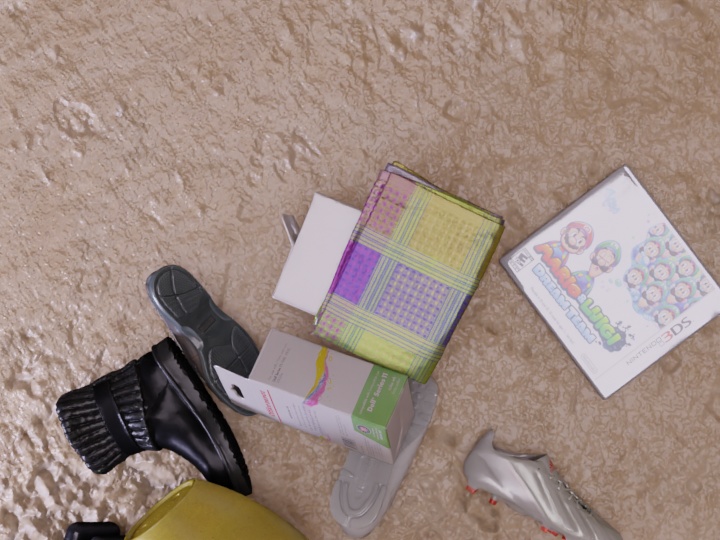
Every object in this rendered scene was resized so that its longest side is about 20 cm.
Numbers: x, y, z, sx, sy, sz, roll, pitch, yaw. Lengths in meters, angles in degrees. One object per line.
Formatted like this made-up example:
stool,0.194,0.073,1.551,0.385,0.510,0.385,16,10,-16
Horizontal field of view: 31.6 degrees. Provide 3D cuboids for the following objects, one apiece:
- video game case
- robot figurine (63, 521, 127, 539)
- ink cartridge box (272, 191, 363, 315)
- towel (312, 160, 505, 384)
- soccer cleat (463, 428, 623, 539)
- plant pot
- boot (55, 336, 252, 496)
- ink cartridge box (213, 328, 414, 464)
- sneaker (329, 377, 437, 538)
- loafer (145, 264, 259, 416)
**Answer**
video game case,0.287,0.013,1.440,0.182,0.024,0.200,-37,88,2
robot figurine,-0.309,0.385,1.427,0.124,0.150,0.201,15,92,-12
ink cartridge box,0.000,0.000,1.405,0.199,0.129,0.126,22,92,4
towel,0.051,0.003,1.327,0.143,0.023,0.201,25,92,2
soccer cleat,0.211,0.250,1.424,0.200,0.069,0.078,28,89,6
plant pot,-0.170,0.309,1.367,0.200,0.200,0.142,-39,97,3
boot,-0.232,0.197,1.443,0.158,0.079,0.211,-33,83,0
ink cartridge box,-0.048,0.129,1.373,0.199,0.117,0.067,18,66,15
sneaker,0.028,0.206,1.436,0.076,0.081,0.200,24,71,22
loafer,-0.175,0.079,1.456,0.072,0.063,0.200,-39,102,-24
